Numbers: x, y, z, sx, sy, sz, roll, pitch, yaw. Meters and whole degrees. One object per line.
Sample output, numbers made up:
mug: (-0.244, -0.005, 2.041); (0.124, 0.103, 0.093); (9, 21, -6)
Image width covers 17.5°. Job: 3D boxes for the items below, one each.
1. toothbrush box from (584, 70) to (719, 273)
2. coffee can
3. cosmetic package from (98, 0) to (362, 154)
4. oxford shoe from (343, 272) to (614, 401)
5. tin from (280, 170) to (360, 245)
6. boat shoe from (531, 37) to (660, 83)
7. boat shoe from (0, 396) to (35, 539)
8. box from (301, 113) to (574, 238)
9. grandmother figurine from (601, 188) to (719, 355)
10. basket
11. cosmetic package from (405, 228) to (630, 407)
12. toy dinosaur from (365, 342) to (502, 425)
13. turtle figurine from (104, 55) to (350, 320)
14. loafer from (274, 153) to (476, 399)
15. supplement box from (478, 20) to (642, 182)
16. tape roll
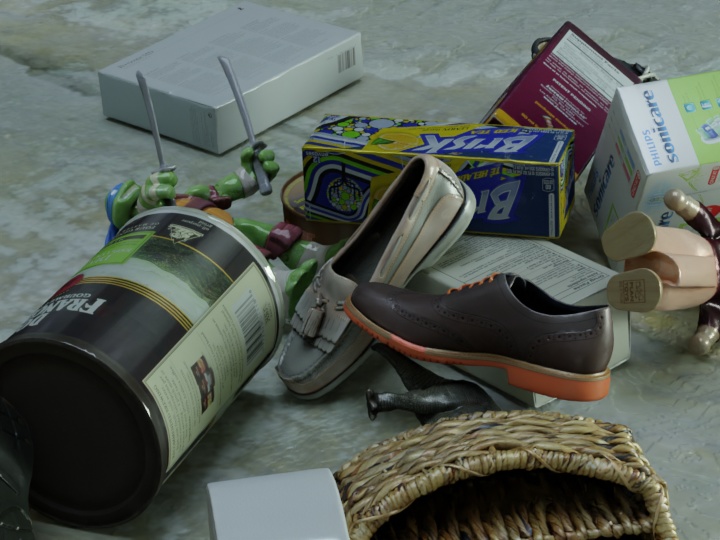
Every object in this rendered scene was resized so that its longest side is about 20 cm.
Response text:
toothbrush box: (0.289, -0.084, 1.814); (0.200, 0.146, 0.086); (-9, 60, -12)
coffee can: (-0.158, 0.064, 1.620); (0.146, 0.147, 0.200); (8, 30, 21)
cosmetic package: (-0.118, -0.182, 2.162); (0.151, 0.052, 0.200); (22, 38, 36)
oxford shoe: (0.083, 0.029, 1.617); (0.200, 0.073, 0.071); (15, 18, 21)
tin: (0.023, -0.068, 1.951); (0.200, 0.042, 0.112); (-25, 39, -33)
boat shoe: (0.228, -0.157, 2.062); (0.074, 0.060, 0.200); (-26, 35, -36)
boat shoe: (-0.251, 0.161, 1.474); (0.074, 0.076, 0.200); (-28, 33, 17)
box: (0.060, -0.072, 1.777); (0.200, 0.064, 0.070); (4, 27, 15)
grandmother figurine: (0.249, 0.001, 1.720); (0.060, 0.122, 0.200); (3, 4, 36)
basket: (0.088, 0.175, 1.386); (0.200, 0.143, 0.149); (-7, 28, -4)
cosmetic package: (0.096, 0.019, 1.744); (0.103, 0.073, 0.200); (-24, 34, -32)
toy dinosaur: (0.065, 0.111, 1.602); (0.102, 0.077, 0.200); (-5, 21, -27)
turtle figurine: (-0.101, -0.061, 1.814); (0.194, 0.200, 0.144); (29, -4, 16)
loafer: (0.000, 0.000, 1.700); (0.200, 0.063, 0.072); (-50, 46, -6)
supplement box: (0.141, -0.106, 1.899); (0.086, 0.110, 0.200); (40, 35, -1)
tape roll: (-0.038, 0.211, 1.278); (0.071, 0.203, 0.203); (-6, 29, -6)
